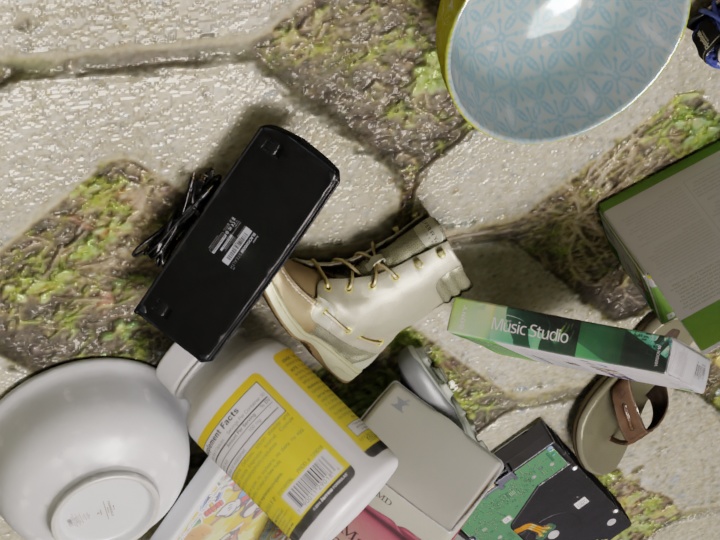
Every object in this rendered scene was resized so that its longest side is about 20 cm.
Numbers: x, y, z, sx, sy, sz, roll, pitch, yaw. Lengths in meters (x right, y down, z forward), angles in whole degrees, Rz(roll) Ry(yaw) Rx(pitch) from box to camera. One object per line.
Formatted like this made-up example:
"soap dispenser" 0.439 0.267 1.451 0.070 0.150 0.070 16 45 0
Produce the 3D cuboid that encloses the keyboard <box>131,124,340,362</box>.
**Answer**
"keyboard" -0.104 -0.032 1.414 0.104 0.040 0.201 38 107 1

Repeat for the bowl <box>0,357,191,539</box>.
"bowl" -0.228 0.178 1.528 0.199 0.091 0.202 -14 134 -15

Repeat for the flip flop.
"flip flop" 0.275 0.124 1.743 0.081 0.058 0.201 11 120 -38

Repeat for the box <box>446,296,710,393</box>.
"box" 0.191 0.065 1.545 0.144 0.198 0.037 24 76 -65

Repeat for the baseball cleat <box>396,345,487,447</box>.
"baseball cleat" 0.056 0.151 1.656 0.106 0.070 0.201 -31 135 2

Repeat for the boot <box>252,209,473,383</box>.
"boot" 0.000 0.000 1.492 0.154 0.072 0.200 -34 141 7

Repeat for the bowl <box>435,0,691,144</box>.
"bowl" 0.138 -0.206 1.345 0.198 0.108 0.201 -13 133 -14

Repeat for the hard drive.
"hard drive" 0.178 0.246 1.824 0.139 0.038 0.200 -37 136 9

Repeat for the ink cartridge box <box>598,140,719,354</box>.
"ink cartridge box" 0.317 -0.007 1.546 0.147 0.201 0.076 -27 136 0

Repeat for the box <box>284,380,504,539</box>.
"box" 0.021 0.223 1.609 0.109 0.127 0.201 -45 167 -46

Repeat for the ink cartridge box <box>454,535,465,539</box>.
"ink cartridge box" 0.059 0.384 1.812 0.199 0.146 0.084 -34 136 5

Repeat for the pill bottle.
"pill bottle" -0.073 0.127 1.473 0.111 0.200 0.111 -44 170 -10

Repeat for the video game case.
"video game case" -0.109 0.219 1.629 0.181 0.023 0.201 -1 132 -52

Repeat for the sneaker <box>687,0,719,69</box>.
"sneaker" 0.328 -0.217 1.447 0.114 0.081 0.201 -20 137 -11
